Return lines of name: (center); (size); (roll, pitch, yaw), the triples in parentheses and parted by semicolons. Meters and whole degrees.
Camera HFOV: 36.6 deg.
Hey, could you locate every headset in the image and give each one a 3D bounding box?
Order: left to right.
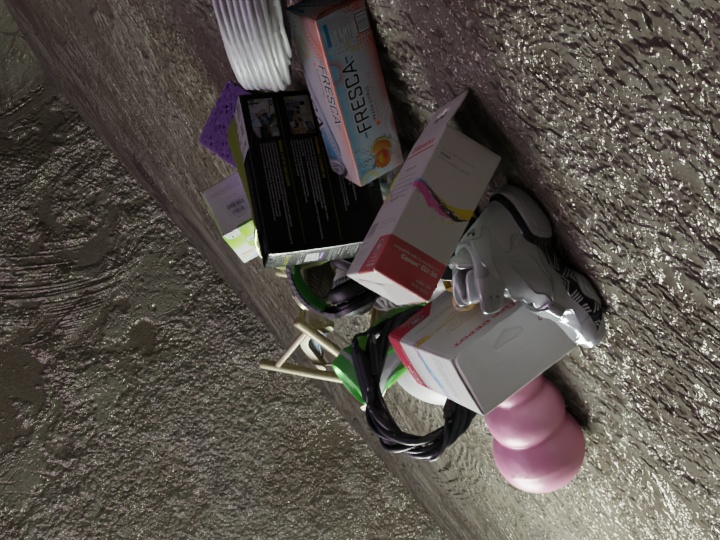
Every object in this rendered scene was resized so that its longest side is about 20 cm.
headset: (0.000, 0.000, 1.397); (0.198, 0.094, 0.125); (9, 111, 28)

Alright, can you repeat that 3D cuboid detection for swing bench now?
swing bench: (-0.032, 0.074, 1.675); (0.199, 0.200, 0.130); (24, 135, -19)

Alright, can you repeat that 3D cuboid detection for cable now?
cable: (-0.116, -0.288, 1.154); (0.200, 0.068, 0.202); (-98, -1, -63)
cable: (0.080, 0.148, 1.407); (0.051, 0.161, 0.202); (87, 167, -65)

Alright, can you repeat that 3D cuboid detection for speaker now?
speaker: (0.058, 0.092, 1.500); (0.089, 0.200, 0.089); (47, 167, 14)

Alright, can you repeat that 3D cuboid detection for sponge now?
sponge: (-0.176, -0.213, 1.672); (0.030, 0.112, 0.200); (21, -170, -40)

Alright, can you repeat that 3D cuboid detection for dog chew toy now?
dog chew toy: (0.219, 0.193, 1.428); (0.124, 0.124, 0.201); (29, 147, 59)

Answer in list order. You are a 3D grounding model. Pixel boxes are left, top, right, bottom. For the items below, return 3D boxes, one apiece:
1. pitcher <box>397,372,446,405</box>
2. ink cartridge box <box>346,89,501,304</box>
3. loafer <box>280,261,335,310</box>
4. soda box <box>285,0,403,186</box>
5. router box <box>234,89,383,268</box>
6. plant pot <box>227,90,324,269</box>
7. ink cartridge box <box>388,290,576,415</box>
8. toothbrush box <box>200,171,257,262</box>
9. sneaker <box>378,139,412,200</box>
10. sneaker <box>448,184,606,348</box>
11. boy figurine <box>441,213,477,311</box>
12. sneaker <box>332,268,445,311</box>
pitcher: (0.147, 0.157, 1.595); (0.199, 0.122, 0.172); (20, 157, 45)
ink cartridge box: (0.070, -0.070, 1.082); (0.067, 0.201, 0.116); (29, 171, -11)
loafer: (-0.084, -0.009, 1.563); (0.076, 0.068, 0.201); (44, -156, -32)
soda box: (-0.015, -0.197, 1.172); (0.068, 0.063, 0.202); (34, 147, 51)
router box: (-0.057, -0.111, 1.265); (0.051, 0.148, 0.202); (122, 139, -67)
plant pot: (-0.089, -0.138, 1.469); (0.191, 0.199, 0.201); (58, 173, 33)
ink cartridge box: (0.140, 0.081, 1.295); (0.086, 0.147, 0.200); (59, 167, -16)
toothbrush box: (-0.161, -0.101, 1.766); (0.087, 0.145, 0.200); (61, 177, 11)
sneaker: (0.046, -0.103, 1.327); (0.081, 0.073, 0.200); (60, 165, 13)
sneaker: (0.165, 0.022, 1.119); (0.201, 0.115, 0.075); (55, 167, -18)
boy figurine: (0.116, -0.016, 1.237); (0.200, 0.064, 0.126); (38, -128, -80)
sneaker: (0.056, 0.019, 1.447); (0.198, 0.081, 0.077); (4, 141, 31)
